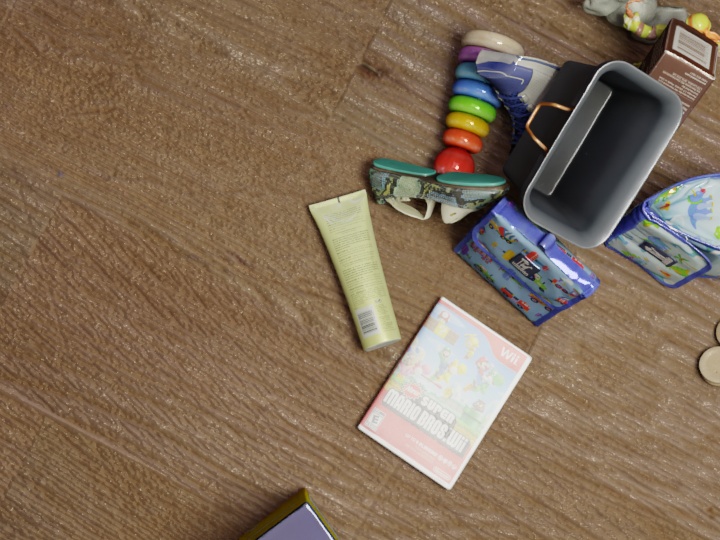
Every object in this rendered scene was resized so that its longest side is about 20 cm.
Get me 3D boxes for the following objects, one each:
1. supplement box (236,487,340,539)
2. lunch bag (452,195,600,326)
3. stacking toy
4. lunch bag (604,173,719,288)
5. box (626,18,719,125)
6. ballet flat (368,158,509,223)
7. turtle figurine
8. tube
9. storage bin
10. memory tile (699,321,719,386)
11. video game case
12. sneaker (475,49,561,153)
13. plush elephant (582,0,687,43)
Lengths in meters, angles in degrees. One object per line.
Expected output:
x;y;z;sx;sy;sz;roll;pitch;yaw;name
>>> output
-0.076;0.335;1.265;0.109;0.200;0.109;-35;86;-7;supplement box
0.211;-0.021;1.326;0.150;0.200;0.094;43;82;2;lunch bag
0.146;-0.202;1.409;0.085;0.085;0.202;17;89;-2;stacking toy
0.421;-0.052;1.359;0.198;0.170;0.129;5;78;-3;lunch bag
0.357;-0.197;1.351;0.075;0.201;0.100;30;41;-1;box
0.098;-0.094;1.360;0.199;0.074;0.075;15;81;38;ballet flat
0.415;-0.277;1.386;0.198;0.162;0.065;8;66;-4;turtle figurine
0.000;0.000;1.389;0.058;0.052;0.202;-9;78;-47;tube
0.247;-0.151;1.268;0.145;0.134;0.201;25;102;-22;storage bin
0.540;0.081;1.392;0.153;0.017;0.201;29;81;32;memory tile
0.108;0.156;1.390;0.142;0.017;0.201;33;82;1;video game case
0.219;-0.199;1.375;0.080;0.199;0.116;21;94;43;sneaker
0.367;-0.383;1.416;0.155;0.164;0.201;-38;48;27;plush elephant
